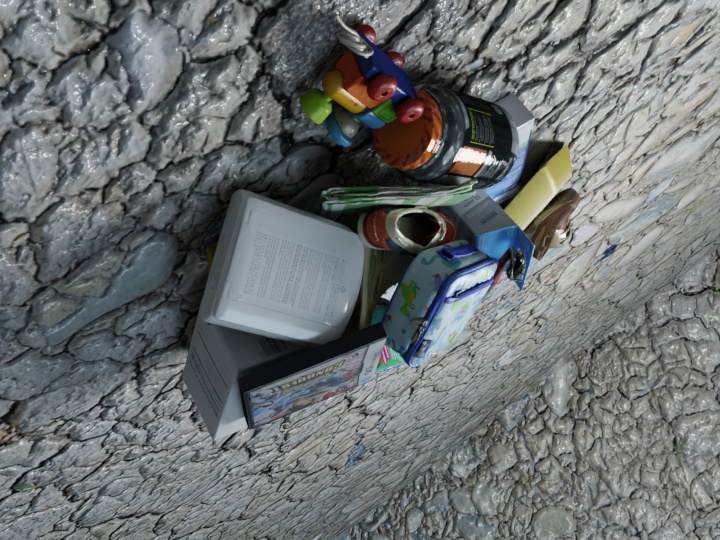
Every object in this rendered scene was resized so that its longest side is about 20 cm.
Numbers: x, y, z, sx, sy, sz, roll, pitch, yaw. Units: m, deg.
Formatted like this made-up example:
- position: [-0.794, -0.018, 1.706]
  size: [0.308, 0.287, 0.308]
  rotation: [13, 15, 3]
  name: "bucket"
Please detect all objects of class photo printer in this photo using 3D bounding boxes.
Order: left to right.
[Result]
- position: [-0.089, 0.005, 0.942]
  size: [0.198, 0.069, 0.169]
  rotation: [17, 87, -31]
  name: "photo printer"

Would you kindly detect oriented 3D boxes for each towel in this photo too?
- position: [0.044, -0.096, 0.980]
  size: [0.197, 0.024, 0.153]
  rotation: [-5, 179, -5]
  name: "towel"

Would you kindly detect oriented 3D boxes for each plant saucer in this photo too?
- position: [0.296, -0.117, 1.299]
  size: [0.201, 0.048, 0.200]
  rotation: [-52, 173, 31]
  name: "plant saucer"

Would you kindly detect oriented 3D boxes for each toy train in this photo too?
- position: [-0.022, -0.207, 0.812]
  size: [0.115, 0.086, 0.199]
  rotation: [-30, 158, 22]
  name: "toy train"

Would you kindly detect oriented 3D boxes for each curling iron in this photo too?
- position: [0.201, 0.021, 1.135]
  size: [0.025, 0.050, 0.200]
  rotation: [6, 156, -14]
  name: "curling iron"

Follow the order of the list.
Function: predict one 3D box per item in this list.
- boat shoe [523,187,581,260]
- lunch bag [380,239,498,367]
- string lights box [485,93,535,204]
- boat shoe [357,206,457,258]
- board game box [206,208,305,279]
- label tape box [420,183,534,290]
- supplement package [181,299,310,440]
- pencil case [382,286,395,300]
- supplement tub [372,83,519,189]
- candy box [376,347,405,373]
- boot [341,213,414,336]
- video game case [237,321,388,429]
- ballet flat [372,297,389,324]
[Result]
- position: [0.351, -0.080, 1.341]
  size: [0.076, 0.072, 0.200]
  rotation: [-44, 172, -24]
  name: "boat shoe"
- position: [0.113, 0.039, 1.046]
  size: [0.199, 0.082, 0.162]
  rotation: [-15, 135, -60]
  name: "lunch bag"
- position: [0.204, -0.171, 1.160]
  size: [0.102, 0.059, 0.201]
  rotation: [-29, 154, -12]
  name: "string lights box"
- position: [0.080, -0.055, 1.010]
  size: [0.062, 0.072, 0.199]
  rotation: [-8, 173, 40]
  name: "boat shoe"
- position: [-0.145, 0.012, 1.069]
  size: [0.152, 0.041, 0.201]
  rotation: [-23, 152, -24]
  name: "board game box"
- position: [0.176, -0.059, 1.152]
  size: [0.066, 0.201, 0.144]
  rotation: [-32, 154, -12]
  name: "label tape box"
- position: [-0.167, 0.130, 1.058]
  size: [0.120, 0.120, 0.201]
  rotation: [-17, 150, -33]
  name: "supplement package"
- position: [0.000, 0.000, 1.180]
  size: [0.091, 0.083, 0.200]
  rotation: [-55, 154, -4]
  name: "pencil case"
- position: [0.113, -0.174, 0.970]
  size: [0.199, 0.123, 0.123]
  rotation: [0, 138, -50]
  name: "supplement tub"
- position: [0.012, 0.153, 1.386]
  size: [0.198, 0.078, 0.168]
  rotation: [-15, 178, -37]
  name: "candy box"
- position: [0.036, 0.020, 1.072]
  size: [0.154, 0.072, 0.203]
  rotation: [-1, 97, -41]
  name: "boot"
- position: [-0.065, 0.147, 0.999]
  size: [0.198, 0.026, 0.181]
  rotation: [-20, 158, -15]
  name: "video game case"
- position: [-0.042, 0.071, 1.145]
  size: [0.197, 0.070, 0.071]
  rotation: [-4, -170, -6]
  name: "ballet flat"
